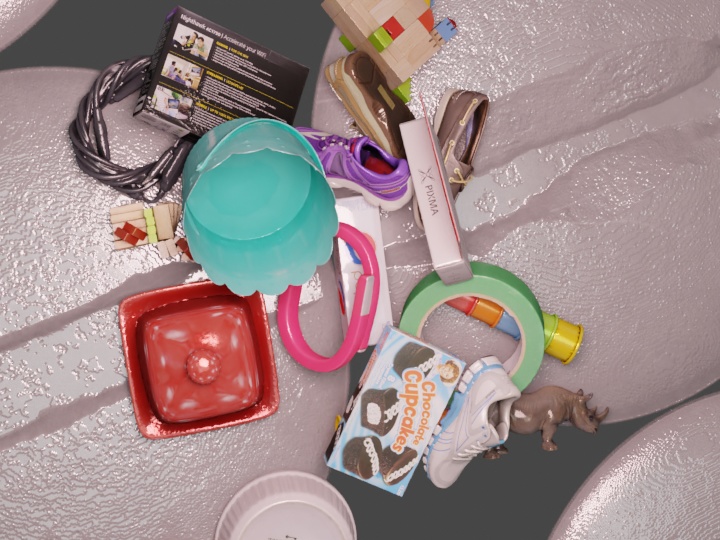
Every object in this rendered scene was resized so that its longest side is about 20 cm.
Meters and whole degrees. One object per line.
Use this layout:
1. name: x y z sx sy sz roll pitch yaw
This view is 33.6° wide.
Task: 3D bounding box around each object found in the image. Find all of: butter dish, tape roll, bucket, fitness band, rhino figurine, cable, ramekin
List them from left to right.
1. cable: -0.289 -0.200 1.584 0.162 0.051 0.202 28 84 -2
2. butter dish: -0.207 0.119 1.553 0.198 0.148 0.202 -10 94 -9
3. bucket: -0.132 -0.087 1.504 0.205 0.135 0.209 -7 121 -12
4. ramekin: -0.097 0.377 1.606 0.200 0.094 0.205 0 92 -9
5. fitness band: -0.043 0.035 1.583 0.143 0.037 0.202 23 108 34
6. tape roll: 0.150 0.089 1.618 0.198 0.048 0.203 3 114 7
7. rhino figurine: 0.259 0.208 1.677 0.198 0.060 0.089 -7 88 -12

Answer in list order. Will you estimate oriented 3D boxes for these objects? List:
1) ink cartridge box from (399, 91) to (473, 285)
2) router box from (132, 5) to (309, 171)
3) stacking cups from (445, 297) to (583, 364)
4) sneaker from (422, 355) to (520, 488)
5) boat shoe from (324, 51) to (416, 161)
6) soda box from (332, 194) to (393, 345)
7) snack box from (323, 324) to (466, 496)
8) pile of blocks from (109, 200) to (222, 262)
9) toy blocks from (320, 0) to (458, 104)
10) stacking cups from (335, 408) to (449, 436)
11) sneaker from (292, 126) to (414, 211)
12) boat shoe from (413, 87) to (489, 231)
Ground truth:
1. ink cartridge box: 0.091 -0.099 1.502 0.044 0.176 0.202 -15 73 8
2. router box: -0.179 -0.233 1.561 0.198 0.051 0.151 22 78 -24
3. stacking cups: 0.209 0.065 1.666 0.198 0.061 0.061 24 88 -4
4. sneaker: 0.150 0.218 1.585 0.074 0.087 0.202 2 120 -40
5. boat shoe: 0.020 -0.206 1.623 0.201 0.076 0.072 58 47 -23
6. soda box: 0.000 0.000 1.623 0.063 0.068 0.203 -7 93 -9
7. snack box: 0.045 0.186 1.585 0.115 0.037 0.202 24 95 -14
8. pile of blocks: -0.239 -0.046 1.585 0.198 0.062 0.083 14 90 -10
9. toy blocks: 0.048 -0.349 1.616 0.137 0.100 0.200 -44 99 -17
10. stacking cups: 0.067 0.219 1.644 0.197 0.060 0.061 -5 93 -9
11. sneaker: -0.015 -0.155 1.578 0.198 0.084 0.081 21 57 20
12. boat shoe: 0.126 -0.149 1.632 0.072 0.059 0.202 20 85 -50
